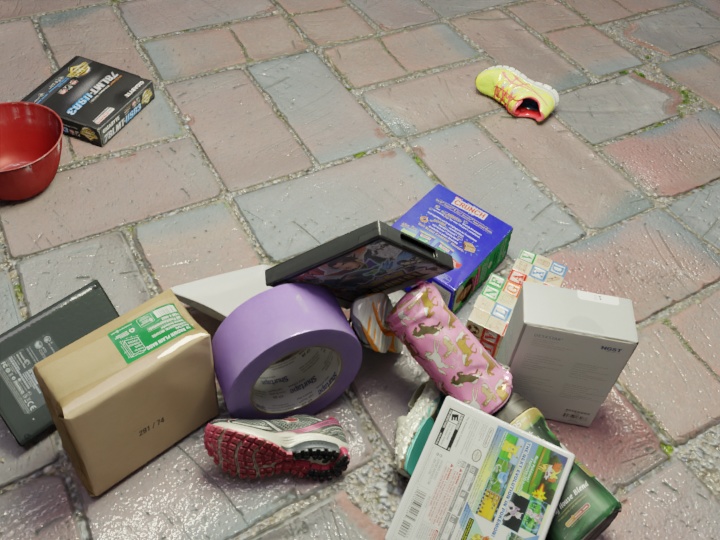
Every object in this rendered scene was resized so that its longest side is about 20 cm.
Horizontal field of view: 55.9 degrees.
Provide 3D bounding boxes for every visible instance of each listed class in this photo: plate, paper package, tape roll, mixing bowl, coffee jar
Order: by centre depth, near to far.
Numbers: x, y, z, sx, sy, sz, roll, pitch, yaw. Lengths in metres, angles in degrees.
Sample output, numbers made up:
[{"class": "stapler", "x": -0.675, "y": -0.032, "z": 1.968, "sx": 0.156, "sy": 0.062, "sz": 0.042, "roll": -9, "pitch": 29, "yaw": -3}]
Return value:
[{"class": "paper package", "x": -0.294, "y": 0.157, "z": 0.878, "sx": 0.198, "sy": 0.193, "sz": 0.103, "roll": -31, "pitch": 57, "yaw": -31}, {"class": "coffee jar", "x": 0.239, "y": 0.266, "z": 0.899, "sx": 0.104, "sy": 0.085, "sz": 0.201, "roll": -44, "pitch": 57, "yaw": 5}, {"class": "tape roll", "x": -0.101, "y": 0.119, "z": 0.928, "sx": 0.195, "sy": 0.203, "sz": 0.086, "roll": -17, "pitch": 49, "yaw": -21}, {"class": "plate", "x": -0.161, "y": 0.043, "z": 1.042, "sx": 0.197, "sy": 0.033, "sz": 0.197, "roll": 18, "pitch": 23, "yaw": 39}, {"class": "mixing bowl", "x": -0.627, "y": -0.201, "z": 1.223, "sx": 0.194, "sy": 0.110, "sz": 0.204, "roll": 4, "pitch": 47, "yaw": -4}]

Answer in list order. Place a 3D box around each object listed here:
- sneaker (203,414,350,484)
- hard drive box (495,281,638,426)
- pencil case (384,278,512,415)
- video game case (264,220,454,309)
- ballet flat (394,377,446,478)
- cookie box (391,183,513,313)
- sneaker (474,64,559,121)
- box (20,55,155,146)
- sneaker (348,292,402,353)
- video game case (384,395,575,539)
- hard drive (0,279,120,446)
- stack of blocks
[{"class": "sneaker", "x": -0.112, "y": 0.230, "z": 0.910, "sx": 0.195, "sy": 0.082, "sz": 0.075, "roll": 13, "pitch": 33, "yaw": -19}, {"class": "hard drive box", "x": 0.282, "y": 0.124, "z": 0.967, "sx": 0.151, "sy": 0.203, "sz": 0.078, "roll": 10, "pitch": 46, "yaw": 3}, {"class": "pencil case", "x": 0.122, "y": 0.109, "z": 0.937, "sx": 0.200, "sy": 0.083, "sz": 0.086, "roll": 47, "pitch": 60, "yaw": -1}, {"class": "video game case", "x": 0.000, "y": 0.000, "z": 0.922, "sx": 0.179, "sy": 0.197, "sz": 0.026, "roll": 20, "pitch": 56, "yaw": -49}, {"class": "ballet flat", "x": 0.089, "y": 0.212, "z": 0.969, "sx": 0.071, "sy": 0.073, "sz": 0.200, "roll": 26, "pitch": 48, "yaw": 17}, {"class": "cookie box", "x": 0.146, "y": -0.039, "z": 1.185, "sx": 0.169, "sy": 0.076, "sz": 0.199, "roll": 33, "pitch": 53, "yaw": 23}, {"class": "sneaker", "x": 0.347, "y": -0.397, "z": 1.536, "sx": 0.196, "sy": 0.079, "sz": 0.091, "roll": 23, "pitch": 56, "yaw": 17}, {"class": "box", "x": -0.565, "y": -0.357, "z": 1.416, "sx": 0.194, "sy": 0.050, "sz": 0.202, "roll": 18, "pitch": 49, "yaw": 12}, {"class": "sneaker", "x": 0.012, "y": 0.082, "z": 1.002, "sx": 0.075, "sy": 0.200, "sz": 0.080, "roll": 8, "pitch": 75, "yaw": 17}, {"class": "video game case", "x": 0.149, "y": 0.288, "z": 0.854, "sx": 0.179, "sy": 0.022, "sz": 0.203, "roll": 21, "pitch": 74, "yaw": 24}, {"class": "hard drive", "x": -0.420, "y": 0.124, "z": 0.950, "sx": 0.199, "sy": 0.033, "sz": 0.142, "roll": -36, "pitch": 100, "yaw": -32}, {"class": "stack of blocks", "x": 0.257, "y": 0.055, "z": 1.123, "sx": 0.113, "sy": 0.059, "sz": 0.201, "roll": 24, "pitch": 50, "yaw": 15}]
